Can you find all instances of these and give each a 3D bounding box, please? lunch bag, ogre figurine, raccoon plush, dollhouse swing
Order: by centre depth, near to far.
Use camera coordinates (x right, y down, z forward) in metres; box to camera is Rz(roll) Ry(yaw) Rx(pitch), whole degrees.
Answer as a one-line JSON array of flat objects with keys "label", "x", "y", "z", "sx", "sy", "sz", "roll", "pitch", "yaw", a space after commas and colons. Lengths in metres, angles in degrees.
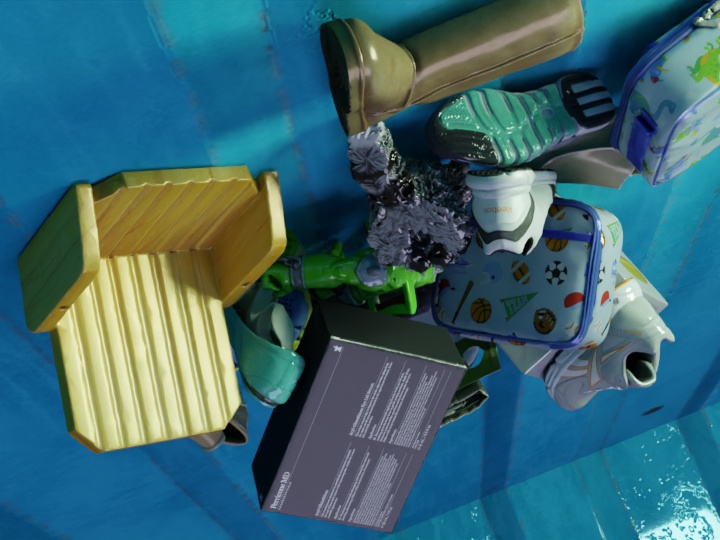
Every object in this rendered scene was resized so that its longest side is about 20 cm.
[{"label": "dollhouse swing", "x": -0.160, "y": 0.035, "z": 1.241, "sx": 0.199, "sy": 0.176, "sz": 0.182, "roll": -6, "pitch": 156, "yaw": -38}, {"label": "raccoon plush", "x": 0.053, "y": -0.096, "z": 1.318, "sx": 0.096, "sy": 0.134, "sz": 0.201, "roll": -3, "pitch": 132, "yaw": 12}, {"label": "lunch bag", "x": 0.306, "y": -0.164, "z": 1.324, "sx": 0.161, "sy": 0.083, "sz": 0.200, "roll": -38, "pitch": 164, "yaw": -6}, {"label": "ogre figurine", "x": 0.000, "y": 0.000, "z": 1.421, "sx": 0.119, "sy": 0.099, "sz": 0.200, "roll": -1, "pitch": 162, "yaw": 28}, {"label": "lunch bag", "x": 0.160, "y": -0.006, "z": 1.467, "sx": 0.199, "sy": 0.161, "sz": 0.075, "roll": 9, "pitch": -177, "yaw": 36}]

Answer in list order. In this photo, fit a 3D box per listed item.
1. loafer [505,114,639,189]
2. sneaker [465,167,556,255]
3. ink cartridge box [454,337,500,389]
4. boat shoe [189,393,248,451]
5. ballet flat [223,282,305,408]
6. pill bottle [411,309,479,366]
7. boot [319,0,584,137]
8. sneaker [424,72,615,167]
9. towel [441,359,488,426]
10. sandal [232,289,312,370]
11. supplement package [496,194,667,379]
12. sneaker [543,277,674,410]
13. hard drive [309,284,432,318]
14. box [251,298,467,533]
[{"label": "loafer", "x": 0.240, "y": -0.114, "z": 1.452, "sx": 0.199, "sy": 0.069, "sz": 0.076, "roll": -17, "pitch": 161, "yaw": -16}, {"label": "sneaker", "x": 0.136, "y": -0.054, "z": 1.333, "sx": 0.073, "sy": 0.080, "sz": 0.200, "roll": -4, "pitch": -176, "yaw": 18}, {"label": "ink cartridge box", "x": 0.041, "y": 0.094, "z": 1.555, "sx": 0.199, "sy": 0.076, "sz": 0.148, "roll": -26, "pitch": -166, "yaw": 8}, {"label": "boat shoe", "x": -0.188, "y": 0.181, "z": 1.765, "sx": 0.072, "sy": 0.076, "sz": 0.200, "roll": -29, "pitch": 160, "yaw": 22}, {"label": "ballet flat", "x": -0.099, "y": 0.053, "z": 1.395, "sx": 0.067, "sy": 0.200, "sz": 0.070, "roll": 32, "pitch": 102, "yaw": -35}, {"label": "pill bottle", "x": 0.081, "y": 0.117, "z": 1.852, "sx": 0.106, "sy": 0.107, "sz": 0.200, "roll": -17, "pitch": 161, "yaw": -15}, {"label": "boot", "x": 0.072, "y": -0.177, "z": 1.106, "sx": 0.199, "sy": 0.066, "sz": 0.175, "roll": -21, "pitch": 174, "yaw": -3}, {"label": "sneaker", "x": 0.134, "y": -0.120, "z": 1.316, "sx": 0.199, "sy": 0.075, "sz": 0.088, "roll": -13, "pitch": 164, "yaw": -29}, {"label": "towel", "x": 0.037, "y": 0.155, "z": 1.571, "sx": 0.192, "sy": 0.035, "sz": 0.200, "roll": -27, "pitch": -167, "yaw": 0}, {"label": "sandal", "x": -0.136, "y": 0.069, "z": 1.524, "sx": 0.200, "sy": 0.080, "sz": 0.087, "roll": -34, "pitch": 155, "yaw": 26}, {"label": "supplement package", "x": 0.219, "y": 0.021, "z": 1.625, "sx": 0.151, "sy": 0.152, "sz": 0.200, "roll": -44, "pitch": 157, "yaw": 12}, {"label": "sneaker", "x": 0.259, "y": 0.101, "z": 1.518, "sx": 0.076, "sy": 0.092, "sz": 0.200, "roll": -26, "pitch": 153, "yaw": -29}, {"label": "hard drive", "x": -0.009, "y": 0.039, "z": 1.632, "sx": 0.199, "sy": 0.042, "sz": 0.135, "roll": -18, "pitch": 161, "yaw": -14}, {"label": "box", "x": -0.006, "y": 0.141, "z": 1.396, "sx": 0.141, "sy": 0.079, "sz": 0.201, "roll": 13, "pitch": 115, "yaw": -22}]
